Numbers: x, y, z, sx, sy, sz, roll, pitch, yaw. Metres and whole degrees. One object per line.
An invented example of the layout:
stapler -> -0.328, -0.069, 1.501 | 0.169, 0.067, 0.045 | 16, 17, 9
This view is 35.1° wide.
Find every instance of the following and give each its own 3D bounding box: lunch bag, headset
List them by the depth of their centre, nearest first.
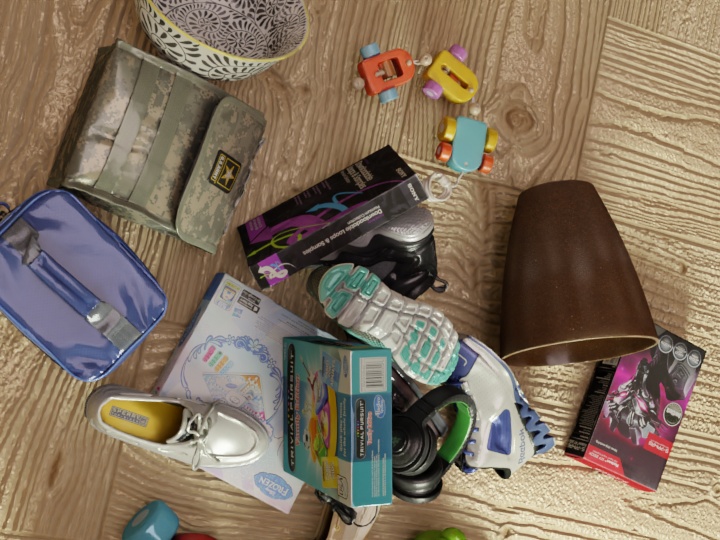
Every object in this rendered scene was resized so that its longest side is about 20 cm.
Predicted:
lunch bag -> -0.300, 0.008, 1.153 | 0.200, 0.132, 0.136 | 46, 75, -16
lunch bag -> -0.204, -0.124, 1.202 | 0.199, 0.117, 0.165 | 23, 84, -26
headset -> 0.045, 0.205, 1.273 | 0.200, 0.094, 0.124 | -42, 142, -21

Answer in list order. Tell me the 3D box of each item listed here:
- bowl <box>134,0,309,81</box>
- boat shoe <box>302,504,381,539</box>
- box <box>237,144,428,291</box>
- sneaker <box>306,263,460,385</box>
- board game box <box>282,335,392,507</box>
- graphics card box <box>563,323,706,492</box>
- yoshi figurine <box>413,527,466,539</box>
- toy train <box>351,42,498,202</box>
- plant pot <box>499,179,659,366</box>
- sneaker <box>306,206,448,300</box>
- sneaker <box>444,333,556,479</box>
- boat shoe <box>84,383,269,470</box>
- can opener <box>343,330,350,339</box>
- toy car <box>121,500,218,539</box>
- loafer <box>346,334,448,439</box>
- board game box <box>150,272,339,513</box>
bowl -> -0.163, -0.267, 1.211 | 0.200, 0.094, 0.201 | 19, 47, -22
boat shoe -> -0.044, 0.324, 1.294 | 0.069, 0.074, 0.201 | 28, 75, -12
box -> -0.034, -0.062, 1.223 | 0.199, 0.143, 0.036 | -28, 112, -1
sneaker -> 0.023, 0.050, 1.208 | 0.200, 0.091, 0.078 | 39, 80, -27
board game box -> -0.028, 0.150, 1.179 | 0.047, 0.200, 0.152 | 0, 90, -23
graphics card box -> 0.354, 0.169, 1.460 | 0.125, 0.051, 0.201 | 26, 80, -19
yoshi figurine -> 0.117, 0.382, 1.358 | 0.112, 0.113, 0.201 | -14, 115, 18
toy train -> 0.076, -0.186, 1.348 | 0.150, 0.056, 0.201 | -28, 97, -18
plant pot -> 0.248, 0.000, 1.361 | 0.186, 0.187, 0.201 | 0, 76, -22
sneaker -> 0.000, 0.000, 1.262 | 0.076, 0.199, 0.114 | -53, 128, -54
sneaker -> 0.141, 0.177, 1.358 | 0.115, 0.080, 0.200 | -43, 106, -18
boat shoe -> -0.182, 0.163, 1.179 | 0.201, 0.086, 0.075 | 20, 84, -20
can opener -> 0.004, -0.008, 1.317 | 0.067, 0.053, 0.201 | -10, 93, -22
toy car -> -0.183, 0.365, 1.164 | 0.177, 0.200, 0.184 | -45, 106, -16
loafer -> 0.034, 0.148, 1.294 | 0.063, 0.072, 0.200 | -50, 131, -12
board game box -> -0.121, 0.137, 1.272 | 0.200, 0.043, 0.200 | 32, 78, -19
